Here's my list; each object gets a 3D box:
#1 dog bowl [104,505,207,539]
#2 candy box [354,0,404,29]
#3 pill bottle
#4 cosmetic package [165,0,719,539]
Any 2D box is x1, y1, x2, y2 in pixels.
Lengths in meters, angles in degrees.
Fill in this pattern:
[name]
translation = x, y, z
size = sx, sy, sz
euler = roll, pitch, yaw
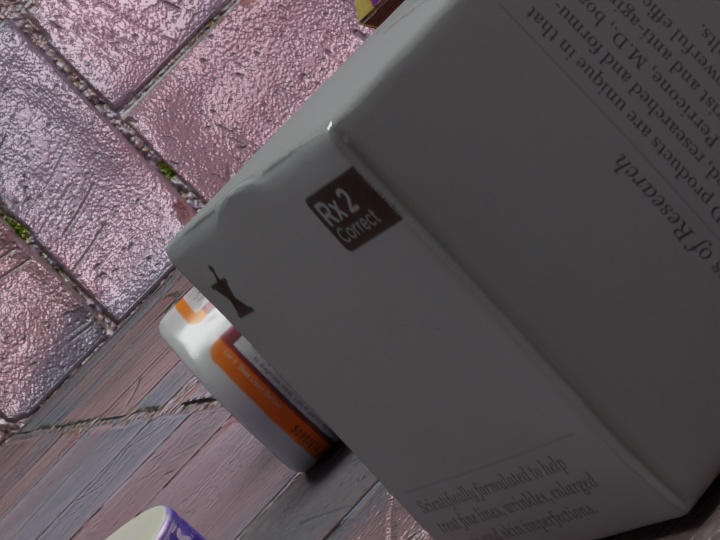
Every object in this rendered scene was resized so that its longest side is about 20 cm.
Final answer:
[dog bowl]
translation = -0.122, 0.194, 1.048
size = 0.200, 0.079, 0.200
euler = -44, 6, 6
[candy box]
translation = 0.107, -0.161, 1.390
size = 0.117, 0.199, 0.057
euler = -39, 48, 43
[pill bottle]
translation = 0.000, 0.000, 1.348
size = 0.200, 0.114, 0.114
euler = -44, 7, -1
[cosmetic package]
translation = 0.074, -0.031, 0.857
size = 0.200, 0.165, 0.165
euler = -47, 6, -24
